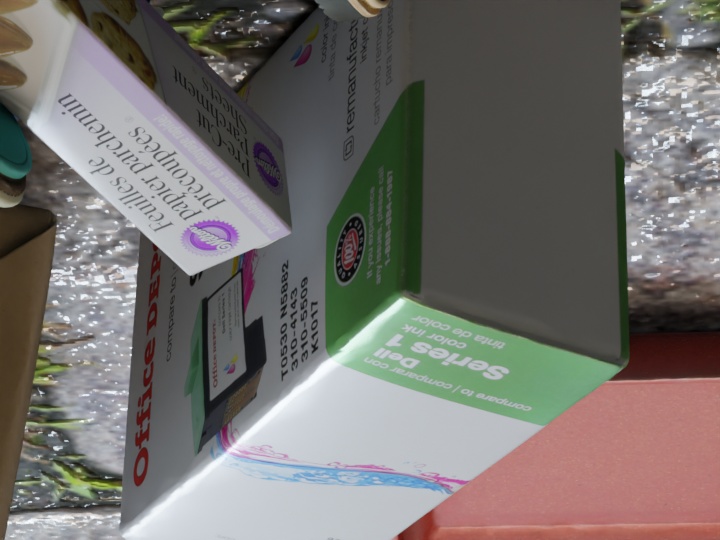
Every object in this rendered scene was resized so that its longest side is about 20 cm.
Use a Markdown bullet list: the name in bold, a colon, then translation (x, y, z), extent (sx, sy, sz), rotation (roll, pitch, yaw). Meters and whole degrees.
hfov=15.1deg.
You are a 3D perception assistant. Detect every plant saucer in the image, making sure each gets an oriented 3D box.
- **plant saucer**: translation (0.109, 0.079, 1.137), extent (0.199, 0.037, 0.200), rotation (-1, 149, 4)

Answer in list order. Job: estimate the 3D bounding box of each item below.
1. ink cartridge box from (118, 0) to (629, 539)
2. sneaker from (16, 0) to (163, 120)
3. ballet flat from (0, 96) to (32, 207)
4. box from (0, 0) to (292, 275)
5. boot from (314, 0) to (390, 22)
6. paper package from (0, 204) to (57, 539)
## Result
- **ink cartridge box**: translation (0.000, 0.000, 0.897), extent (0.084, 0.145, 0.200), rotation (17, 146, -24)
- **sneaker**: translation (-0.101, -0.081, 0.830), extent (0.077, 0.076, 0.200), rotation (15, 148, -15)
- **ballet flat**: translation (-0.173, -0.085, 0.755), extent (0.069, 0.069, 0.200), rotation (-33, 96, 43)
- **box**: translation (-0.087, -0.069, 0.765), extent (0.039, 0.041, 0.200), rotation (-23, 138, 21)
- **boot**: translation (0.044, -0.143, 0.730), extent (0.138, 0.078, 0.200), rotation (-6, 150, 2)
- **paper package**: translation (-0.171, 0.074, 0.929), extent (0.103, 0.191, 0.200), rotation (9, 169, -8)
